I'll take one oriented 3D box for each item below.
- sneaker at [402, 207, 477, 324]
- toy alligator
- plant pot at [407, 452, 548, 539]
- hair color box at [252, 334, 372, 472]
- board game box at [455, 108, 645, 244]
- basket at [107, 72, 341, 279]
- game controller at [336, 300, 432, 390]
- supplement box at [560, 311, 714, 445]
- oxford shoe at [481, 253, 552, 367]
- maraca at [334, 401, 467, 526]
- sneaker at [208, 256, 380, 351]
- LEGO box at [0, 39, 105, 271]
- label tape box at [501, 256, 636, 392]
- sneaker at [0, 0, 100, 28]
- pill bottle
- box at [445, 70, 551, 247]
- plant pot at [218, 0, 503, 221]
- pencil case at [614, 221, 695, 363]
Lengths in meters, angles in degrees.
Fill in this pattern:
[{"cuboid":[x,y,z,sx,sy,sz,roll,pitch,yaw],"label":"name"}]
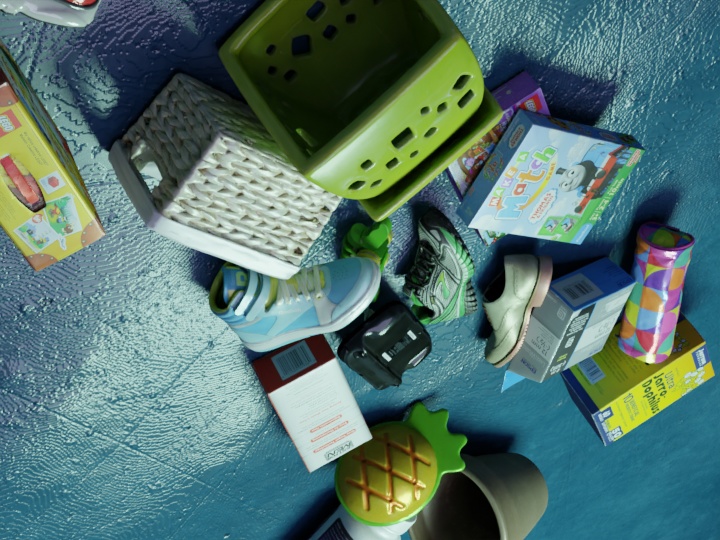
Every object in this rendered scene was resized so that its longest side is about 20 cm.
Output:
[{"cuboid":[0.094,0.004,1.605,0.085,0.078,0.201,-24,140,-9],"label":"sneaker"},{"cuboid":[0.000,0.000,1.565,0.054,0.060,0.201,20,141,8],"label":"toy alligator"},{"cuboid":[0.193,0.360,1.971,0.174,0.200,0.201,-16,141,-45],"label":"plant pot"},{"cuboid":[-0.060,0.171,1.688,0.101,0.061,0.201,-27,139,-6],"label":"hair color box"},{"cuboid":[0.229,-0.108,1.549,0.199,0.037,0.152,7,126,-38],"label":"board game box"},{"cuboid":[-0.131,-0.096,1.314,0.199,0.136,0.124,23,113,-45],"label":"basket"},{"cuboid":[0.035,0.099,1.668,0.104,0.042,0.200,-48,156,-3],"label":"game controller"},{"cuboid":[0.412,0.149,1.939,0.199,0.110,0.109,-33,141,0],"label":"supplement box"},{"cuboid":[0.194,0.049,1.743,0.073,0.071,0.201,11,129,-9],"label":"oxford shoe"},{"cuboid":[0.056,0.274,1.825,0.199,0.138,0.107,-34,174,-9],"label":"maraca"},{"cuboid":[-0.085,0.021,1.475,0.199,0.080,0.130,-26,142,21],"label":"sneaker"},{"cuboid":[-0.318,-0.122,1.147,0.077,0.149,0.201,-28,141,-4],"label":"LEGO box"},{"cuboid":[0.287,0.091,1.805,0.143,0.066,0.201,-21,140,-40],"label":"label tape box"},{"cuboid":[-0.305,-0.265,1.084,0.199,0.077,0.085,2,119,-43],"label":"sneaker"},{"cuboid":[-0.010,0.407,1.923,0.111,0.112,0.200,22,117,-45],"label":"pill bottle"},{"cuboid":[0.173,-0.130,1.550,0.136,0.039,0.200,-32,141,0],"label":"box"},{"cuboid":[0.013,-0.182,1.275,0.199,0.200,0.181,-40,146,9],"label":"plant pot"},{"cuboid":[0.412,0.032,1.812,0.088,0.088,0.201,-11,125,-23],"label":"pencil case"}]
